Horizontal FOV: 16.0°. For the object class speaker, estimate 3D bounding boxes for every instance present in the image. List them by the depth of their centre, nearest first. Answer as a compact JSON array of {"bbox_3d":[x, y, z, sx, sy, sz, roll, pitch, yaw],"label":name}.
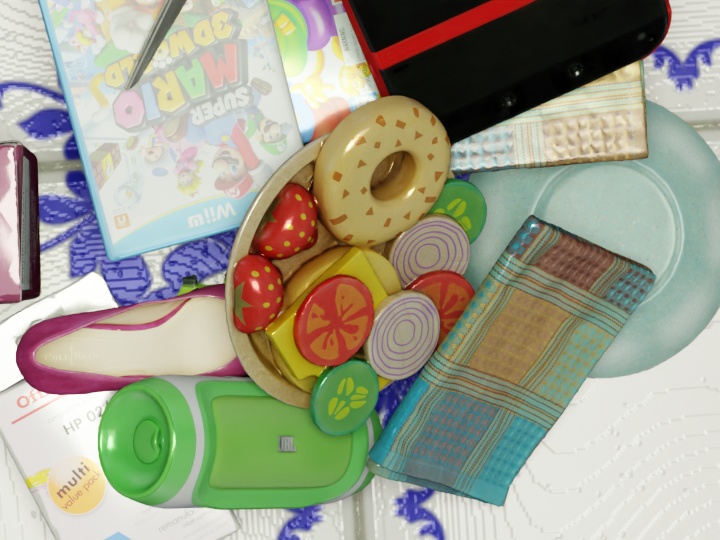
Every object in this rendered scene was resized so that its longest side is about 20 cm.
[{"bbox_3d":[-0.076,0.113,1.679,0.199,0.088,0.089,4,90,-48],"label":"speaker"}]

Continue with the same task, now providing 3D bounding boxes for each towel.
[{"bbox_3d":[0.101,0.066,1.702,0.022,0.146,0.201,44,106,39],"label":"towel"},{"bbox_3d":[0.116,-0.168,1.710,0.146,0.022,0.202,-5,87,2],"label":"towel"}]

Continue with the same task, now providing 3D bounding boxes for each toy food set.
[{"bbox_3d":[0.000,0.000,1.652,0.200,0.049,0.198,-44,130,-16],"label":"toy food set"}]

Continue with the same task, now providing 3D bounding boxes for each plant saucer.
[{"bbox_3d":[0.168,-0.025,1.772,0.199,0.039,0.203,0,89,-5],"label":"plant saucer"}]

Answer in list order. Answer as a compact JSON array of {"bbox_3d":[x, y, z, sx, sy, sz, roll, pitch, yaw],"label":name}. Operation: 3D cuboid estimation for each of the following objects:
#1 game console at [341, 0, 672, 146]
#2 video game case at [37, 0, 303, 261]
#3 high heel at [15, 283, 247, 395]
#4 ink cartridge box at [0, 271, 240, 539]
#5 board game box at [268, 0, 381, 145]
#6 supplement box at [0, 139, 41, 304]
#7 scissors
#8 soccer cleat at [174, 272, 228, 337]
[{"bbox_3d":[0.094,-0.175,1.631,0.199,0.031,0.177,-25,130,0],"label":"game console"},{"bbox_3d":[-0.120,-0.120,1.647,0.142,0.018,0.201,-15,103,-5],"label":"video game case"},{"bbox_3d":[-0.124,0.043,1.657,0.198,0.096,0.068,-3,88,-8],"label":"high heel"},{"bbox_3d":[-0.178,0.112,1.732,0.115,0.068,0.201,-29,92,-6],"label":"ink cartridge box"},{"bbox_3d":[-0.091,-0.122,1.720,0.199,0.103,0.106,-15,92,-4],"label":"board game box"},{"bbox_3d":[-0.276,-0.028,1.659,0.130,0.200,0.104,-1,90,-3],"label":"supplement box"},{"bbox_3d":[-0.102,-0.203,1.599,0.200,0.073,0.014,-50,58,6],"label":"scissors"},{"bbox_3d":[-0.034,0.037,1.751,0.198,0.068,0.082,-7,110,-5],"label":"soccer cleat"}]
